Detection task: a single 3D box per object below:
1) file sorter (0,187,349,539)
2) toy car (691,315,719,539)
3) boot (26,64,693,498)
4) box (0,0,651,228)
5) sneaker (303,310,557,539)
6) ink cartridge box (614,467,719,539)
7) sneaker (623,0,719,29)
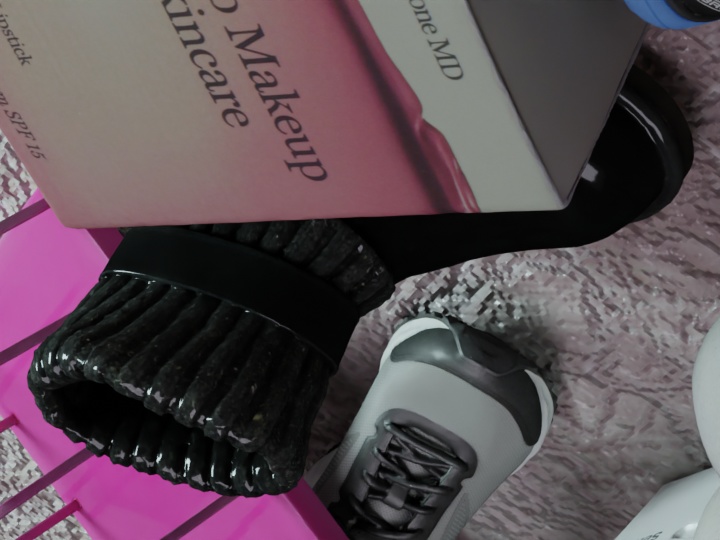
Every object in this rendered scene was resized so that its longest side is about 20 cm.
[{"bbox_3d":[-0.127,0.093,1.070,0.200,0.125,0.139,52,142,6],"label":"file sorter"},{"bbox_3d":[0.179,0.029,0.823,0.174,0.200,0.150,-15,122,18],"label":"toy car"},{"bbox_3d":[0.000,0.002,0.919,0.210,0.158,0.080,-3,134,32],"label":"boot"},{"bbox_3d":[-0.024,-0.096,0.862,0.199,0.109,0.128,-2,134,32],"label":"box"},{"bbox_3d":[0.019,0.089,1.075,0.074,0.080,0.200,29,141,-1],"label":"sneaker"},{"bbox_3d":[0.198,0.163,1.012,0.145,0.084,0.200,-26,102,46],"label":"ink cartridge box"},{"bbox_3d":[0.100,-0.156,0.765,0.082,0.071,0.200,-5,135,15],"label":"sneaker"}]
